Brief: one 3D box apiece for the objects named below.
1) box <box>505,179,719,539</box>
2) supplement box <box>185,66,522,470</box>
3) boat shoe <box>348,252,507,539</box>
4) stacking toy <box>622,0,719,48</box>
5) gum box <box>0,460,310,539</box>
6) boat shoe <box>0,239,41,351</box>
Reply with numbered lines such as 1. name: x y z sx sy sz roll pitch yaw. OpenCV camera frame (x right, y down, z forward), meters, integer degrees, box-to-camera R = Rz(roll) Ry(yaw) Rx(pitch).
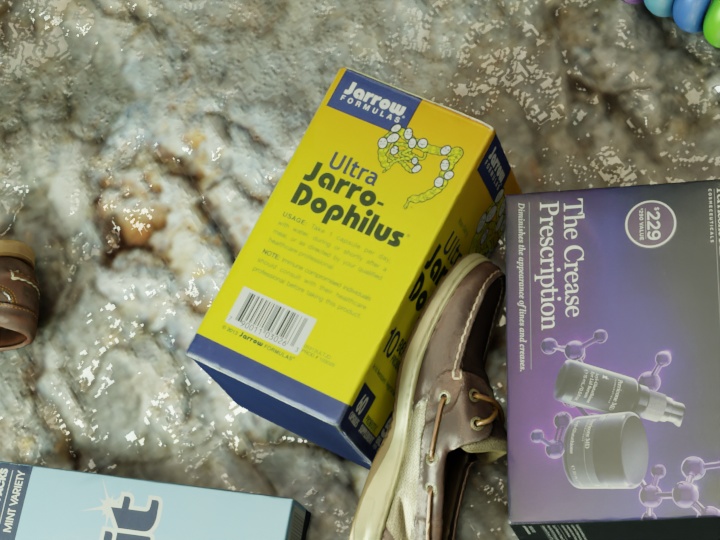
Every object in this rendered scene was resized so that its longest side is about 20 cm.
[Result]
1. box: 0.158 0.056 1.175 0.141 0.079 0.201 -3 70 10
2. supplement box: 0.000 0.000 1.214 0.109 0.109 0.201 24 78 21
3. boat shoe: 0.057 0.092 1.182 0.072 0.072 0.201 18 84 23
4. stacking toy: 0.238 -0.161 1.239 0.200 0.085 0.085 39 83 16
5. gum box: -0.143 0.210 1.210 0.199 0.045 0.171 6 72 17
6. boat shoe: -0.303 0.033 1.299 0.199 0.070 0.071 -12 64 9
